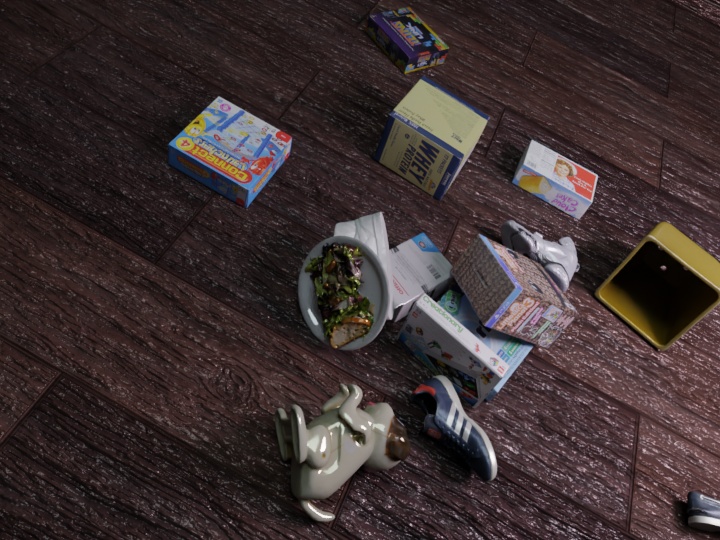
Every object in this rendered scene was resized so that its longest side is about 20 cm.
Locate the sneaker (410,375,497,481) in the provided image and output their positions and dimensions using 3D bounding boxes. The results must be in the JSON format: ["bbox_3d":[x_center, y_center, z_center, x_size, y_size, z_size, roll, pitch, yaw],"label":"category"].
[{"bbox_3d":[0.154,0.281,1.047,0.082,0.076,0.202,-13,50,-28],"label":"sneaker"}]

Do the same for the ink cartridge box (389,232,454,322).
[{"bbox_3d":[0.083,0.020,1.214,0.197,0.069,0.117,-26,65,-32],"label":"ink cartridge box"}]

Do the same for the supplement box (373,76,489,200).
[{"bbox_3d":[0.170,-0.318,1.449,0.197,0.136,0.201,32,51,6],"label":"supplement box"}]

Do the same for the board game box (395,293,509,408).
[{"bbox_3d":[0.163,0.149,1.110,0.199,0.128,0.034,41,52,13],"label":"board game box"}]

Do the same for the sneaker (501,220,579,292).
[{"bbox_3d":[0.412,-0.048,1.377,0.114,0.076,0.201,-34,76,-36],"label":"sneaker"}]

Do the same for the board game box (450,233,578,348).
[{"bbox_3d":[0.300,0.042,1.188,0.196,0.098,0.161,20,30,-34],"label":"board game box"}]

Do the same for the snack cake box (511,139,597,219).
[{"bbox_3d":[0.496,-0.233,1.545,0.196,0.068,0.116,29,49,3],"label":"snack cake box"}]

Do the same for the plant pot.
[{"bbox_3d":[0.683,0.012,1.360,0.193,0.198,0.199,41,43,14],"label":"plant pot"}]

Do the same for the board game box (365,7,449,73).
[{"bbox_3d":[0.133,-0.666,1.744,0.163,0.057,0.202,-24,66,-33],"label":"board game box"}]

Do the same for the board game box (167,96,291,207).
[{"bbox_3d":[-0.276,-0.259,1.302,0.196,0.056,0.198,28,51,2],"label":"board game box"}]

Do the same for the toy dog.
[{"bbox_3d":[-0.017,0.274,0.952,0.194,0.140,0.200,-7,70,-23],"label":"toy dog"}]

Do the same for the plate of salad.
[{"bbox_3d":[-0.038,0.042,1.081,0.201,0.202,0.048,47,25,19],"label":"plate of salad"}]

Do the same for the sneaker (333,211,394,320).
[{"bbox_3d":[0.000,0.000,1.126,0.112,0.074,0.206,-10,70,9],"label":"sneaker"}]

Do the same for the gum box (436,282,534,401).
[{"bbox_3d":[0.229,0.128,1.201,0.200,0.045,0.169,43,52,13],"label":"gum box"}]

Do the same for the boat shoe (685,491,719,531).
[{"bbox_3d":[0.690,0.451,1.109,0.193,0.075,0.064,11,62,0],"label":"boat shoe"}]
